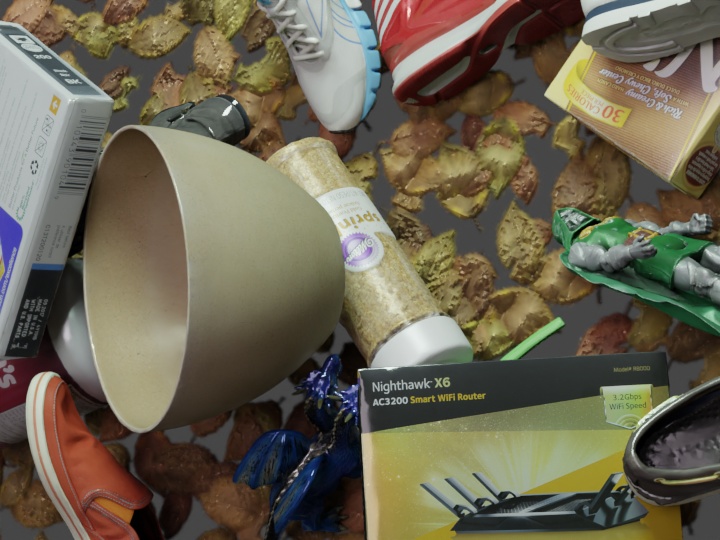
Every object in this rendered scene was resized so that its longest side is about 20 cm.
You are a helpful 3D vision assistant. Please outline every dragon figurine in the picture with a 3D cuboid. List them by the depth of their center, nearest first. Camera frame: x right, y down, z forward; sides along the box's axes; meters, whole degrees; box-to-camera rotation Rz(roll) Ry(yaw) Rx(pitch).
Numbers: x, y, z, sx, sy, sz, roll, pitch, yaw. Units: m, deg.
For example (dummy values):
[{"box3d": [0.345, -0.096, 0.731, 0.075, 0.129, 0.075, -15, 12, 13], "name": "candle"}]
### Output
[{"box3d": [-0.044, 0.141, 1.536, 0.200, 0.099, 0.059, -51, 59, 13], "name": "dragon figurine"}]

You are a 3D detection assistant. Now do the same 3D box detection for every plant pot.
[{"box3d": [-0.089, 0.004, 1.502, 0.200, 0.134, 0.201, 6, 97, 63], "name": "plant pot"}]

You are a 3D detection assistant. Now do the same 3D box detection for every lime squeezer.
[{"box3d": [0.071, 0.116, 1.515, 0.071, 0.038, 0.200, 18, 86, 31], "name": "lime squeezer"}]

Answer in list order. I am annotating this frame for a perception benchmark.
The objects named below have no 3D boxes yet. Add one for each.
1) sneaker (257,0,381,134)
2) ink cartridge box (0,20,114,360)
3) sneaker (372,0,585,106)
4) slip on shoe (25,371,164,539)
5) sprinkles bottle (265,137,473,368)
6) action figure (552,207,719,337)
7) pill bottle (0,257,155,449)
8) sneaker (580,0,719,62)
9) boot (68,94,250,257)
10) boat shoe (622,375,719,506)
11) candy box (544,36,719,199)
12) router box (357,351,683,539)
[{"box3d": [-0.048, -0.190, 1.598, 0.075, 0.087, 0.201, -7, 99, 48], "name": "sneaker"}, {"box3d": [-0.261, -0.069, 1.598, 0.200, 0.043, 0.199, 38, 116, 44], "name": "ink cartridge box"}, {"box3d": [0.087, -0.210, 1.563, 0.200, 0.078, 0.116, -30, 66, 19], "name": "sneaker"}, {"box3d": [-0.177, 0.159, 1.593, 0.061, 0.074, 0.200, -22, 100, 14], "name": "slip on shoe"}, {"box3d": [0.000, 0.000, 1.565, 0.068, 0.068, 0.200, -42, 61, 14], "name": "sprinkles bottle"}, {"box3d": [0.198, -0.005, 1.445, 0.200, 0.118, 0.055, 18, 119, 42], "name": "action figure"}, {"box3d": [-0.223, 0.056, 1.654, 0.200, 0.110, 0.110, -23, 68, 24], "name": "pill bottle"}, {"box3d": [0.229, -0.193, 1.419, 0.200, 0.076, 0.081, -9, 64, 25], "name": "sneaker"}, {"box3d": [-0.181, -0.070, 1.665, 0.200, 0.132, 0.070, -3, 120, 34], "name": "boot"}, {"box3d": [0.254, 0.087, 1.376, 0.201, 0.061, 0.072, -24, 72, 2], "name": "boat shoe"}, {"box3d": [0.226, -0.162, 1.484, 0.115, 0.055, 0.200, 38, 96, 31], "name": "candy box"}, {"box3d": [0.100, 0.137, 1.436, 0.199, 0.052, 0.158, -4, 74, 0], "name": "router box"}]
